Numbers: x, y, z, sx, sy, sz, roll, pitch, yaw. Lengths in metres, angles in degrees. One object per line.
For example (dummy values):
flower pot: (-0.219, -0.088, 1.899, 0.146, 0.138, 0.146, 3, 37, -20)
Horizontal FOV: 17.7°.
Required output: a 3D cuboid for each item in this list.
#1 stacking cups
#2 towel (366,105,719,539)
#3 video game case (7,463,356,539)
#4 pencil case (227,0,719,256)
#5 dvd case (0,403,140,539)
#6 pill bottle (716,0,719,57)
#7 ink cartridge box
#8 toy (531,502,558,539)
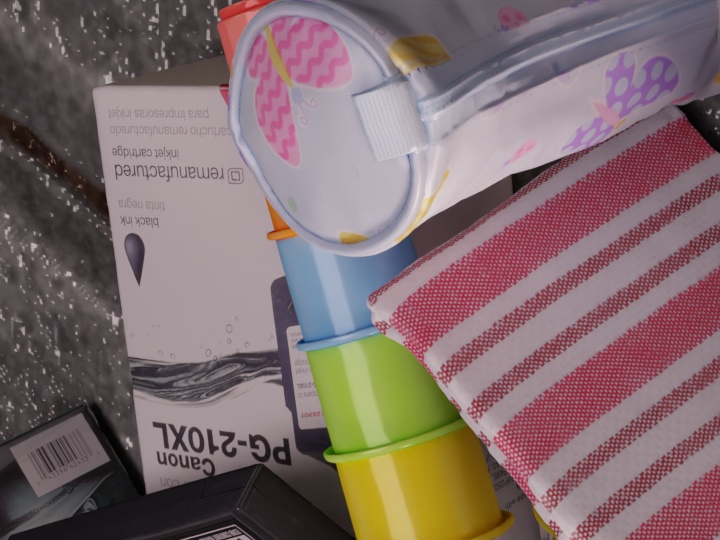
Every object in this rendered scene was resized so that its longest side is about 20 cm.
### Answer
stacking cups: (0.000, 0.000, 0.804, 0.060, 0.060, 0.201, -14, 91, 41)
towel: (0.113, 0.048, 0.772, 0.200, 0.146, 0.030, 49, 152, 17)
video game case: (-0.031, 0.151, 0.913, 0.181, 0.026, 0.200, 41, 147, -20)
pencil case: (0.052, -0.071, 0.748, 0.090, 0.199, 0.084, 15, 119, 43)
dvd case: (-0.131, 0.173, 1.012, 0.201, 0.146, 0.022, 58, 148, 9)
pill bottle: (0.168, -0.013, 0.702, 0.112, 0.112, 0.201, -4, 90, 40)
ink cartridge box: (-0.015, 0.020, 0.903, 0.144, 0.084, 0.201, 3, 106, 38)
toy: (0.087, 0.133, 0.792, 0.047, 0.201, 0.116, 2, 131, -3)
